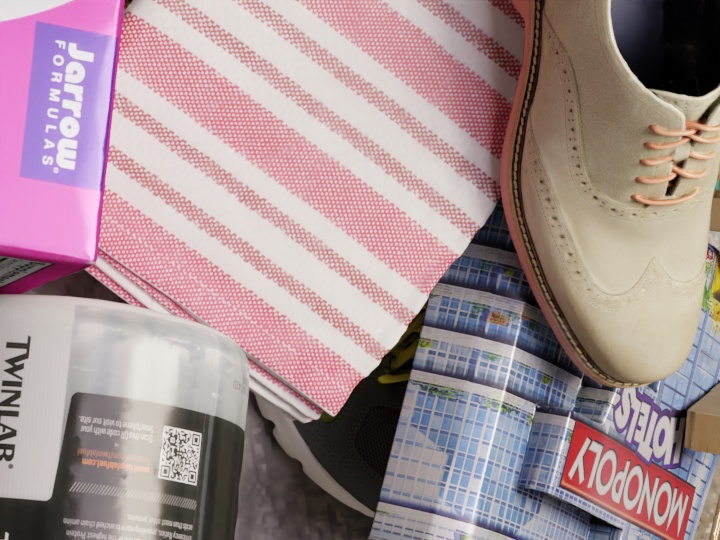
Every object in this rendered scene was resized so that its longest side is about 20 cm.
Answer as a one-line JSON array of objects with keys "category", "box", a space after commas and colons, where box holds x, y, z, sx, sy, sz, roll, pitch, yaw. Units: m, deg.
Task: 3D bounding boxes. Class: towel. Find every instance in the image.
[{"category": "towel", "box": [-0.013, -0.064, 1.035, 0.146, 0.030, 0.200, 37, 88, -17]}]

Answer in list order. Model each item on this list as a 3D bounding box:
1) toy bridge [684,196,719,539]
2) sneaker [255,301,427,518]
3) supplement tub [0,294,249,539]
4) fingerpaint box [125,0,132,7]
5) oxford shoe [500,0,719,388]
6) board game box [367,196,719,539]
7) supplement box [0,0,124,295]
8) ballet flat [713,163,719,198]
[{"category": "toy bridge", "box": [0.146, 0.054, 1.159, 0.067, 0.027, 0.200, -26, 122, -63]}, {"category": "sneaker", "box": [0.000, 0.000, 1.100, 0.074, 0.085, 0.200, -27, 102, -37]}, {"category": "supplement tub", "box": [-0.105, 0.115, 0.979, 0.122, 0.122, 0.200, 14, 76, -37]}, {"category": "fingerpaint box", "box": [-0.121, -0.202, 1.033, 0.167, 0.073, 0.200, 9, 81, -37]}, {"category": "oxford shoe", "box": [0.091, -0.046, 1.013, 0.071, 0.074, 0.200, -18, 114, -21]}, {"category": "board game box", "box": [0.078, 0.076, 1.132, 0.200, 0.062, 0.200, 30, 71, -62]}, {"category": "supplement box", "box": [-0.183, -0.057, 0.921, 0.200, 0.103, 0.101, 9, 79, -25]}, {"category": "ballet flat", "box": [0.145, -0.105, 1.143, 0.069, 0.063, 0.200, 82, 26, -57]}]
